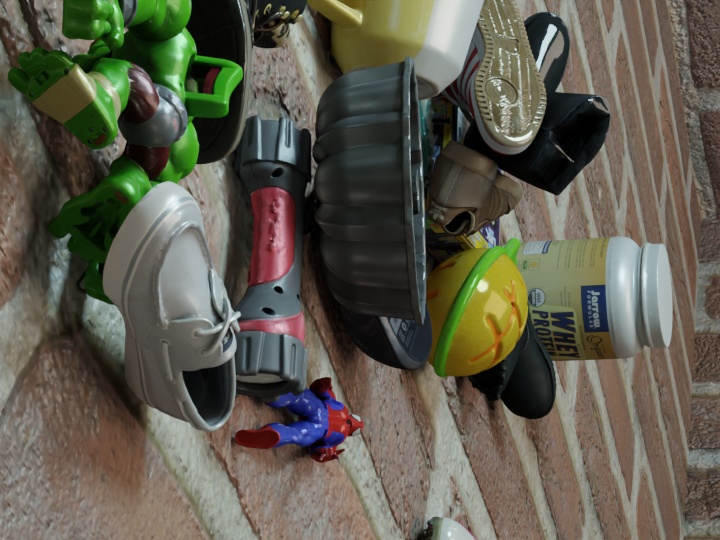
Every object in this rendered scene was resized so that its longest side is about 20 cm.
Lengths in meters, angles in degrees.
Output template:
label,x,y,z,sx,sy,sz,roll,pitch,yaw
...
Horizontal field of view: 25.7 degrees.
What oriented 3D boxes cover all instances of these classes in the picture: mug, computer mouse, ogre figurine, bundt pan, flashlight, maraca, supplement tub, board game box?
label,x,y,z,sx,sy,sz,roll,pitch,yaw
mug,0.022,-0.236,1.349,0.149,0.186,0.154,150,-49,-74
computer mouse,0.000,0.000,1.335,0.201,0.052,0.139,64,29,-25
ogre figurine,-0.127,-0.089,0.883,0.120,0.098,0.201,-58,137,-49
bundt pan,0.007,-0.058,1.183,0.202,0.075,0.203,-2,90,-84
flashlight,-0.068,-0.012,1.109,0.068,0.068,0.201,126,-33,-64
maraca,0.117,0.035,1.565,0.200,0.107,0.138,-33,149,-64
supplement tub,0.263,0.034,1.871,0.144,0.199,0.145,-3,90,-71
board game box,0.094,-0.098,1.613,0.200,0.056,0.166,43,49,-64

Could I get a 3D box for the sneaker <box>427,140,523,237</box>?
label,x,y,z,sx,sy,sz,roll,pitch,yaw
sneaker,0.097,-0.068,1.467,0.076,0.070,0.200,-61,162,1

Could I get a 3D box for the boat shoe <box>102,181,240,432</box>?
label,x,y,z,sx,sy,sz,roll,pitch,yaw
boat shoe,-0.100,0.030,0.899,0.072,0.068,0.200,-45,159,-34

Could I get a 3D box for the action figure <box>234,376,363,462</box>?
label,x,y,z,sx,sy,sz,roll,pitch,yaw
action figure,-0.038,0.114,1.202,0.200,0.051,0.066,26,59,-72

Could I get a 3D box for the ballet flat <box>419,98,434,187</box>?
label,x,y,z,sx,sy,sz,roll,pitch,yaw
ballet flat,0.034,-0.161,1.453,0.072,0.071,0.201,38,54,-66

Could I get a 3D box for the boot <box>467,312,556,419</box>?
label,x,y,z,sx,sy,sz,roll,pitch,yaw
boot,0.159,0.099,1.751,0.162,0.073,0.199,-50,127,-67

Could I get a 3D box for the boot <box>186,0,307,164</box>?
label,x,y,z,sx,sy,sz,roll,pitch,yaw
boot,-0.086,-0.170,1.065,0.150,0.073,0.201,-1,83,-72

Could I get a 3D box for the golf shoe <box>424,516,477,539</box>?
label,x,y,z,sx,sy,sz,roll,pitch,yaw
golf shoe,0.118,0.301,1.568,0.200,0.092,0.073,61,33,-50

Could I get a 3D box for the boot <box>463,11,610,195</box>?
label,x,y,z,sx,sy,sz,roll,pitch,yaw
boot,0.176,-0.160,1.460,0.166,0.065,0.200,-65,-166,3

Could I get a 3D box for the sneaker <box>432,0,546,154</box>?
label,x,y,z,sx,sy,sz,roll,pitch,yaw
sneaker,0.110,-0.157,1.441,0.113,0.071,0.201,121,-26,-45
